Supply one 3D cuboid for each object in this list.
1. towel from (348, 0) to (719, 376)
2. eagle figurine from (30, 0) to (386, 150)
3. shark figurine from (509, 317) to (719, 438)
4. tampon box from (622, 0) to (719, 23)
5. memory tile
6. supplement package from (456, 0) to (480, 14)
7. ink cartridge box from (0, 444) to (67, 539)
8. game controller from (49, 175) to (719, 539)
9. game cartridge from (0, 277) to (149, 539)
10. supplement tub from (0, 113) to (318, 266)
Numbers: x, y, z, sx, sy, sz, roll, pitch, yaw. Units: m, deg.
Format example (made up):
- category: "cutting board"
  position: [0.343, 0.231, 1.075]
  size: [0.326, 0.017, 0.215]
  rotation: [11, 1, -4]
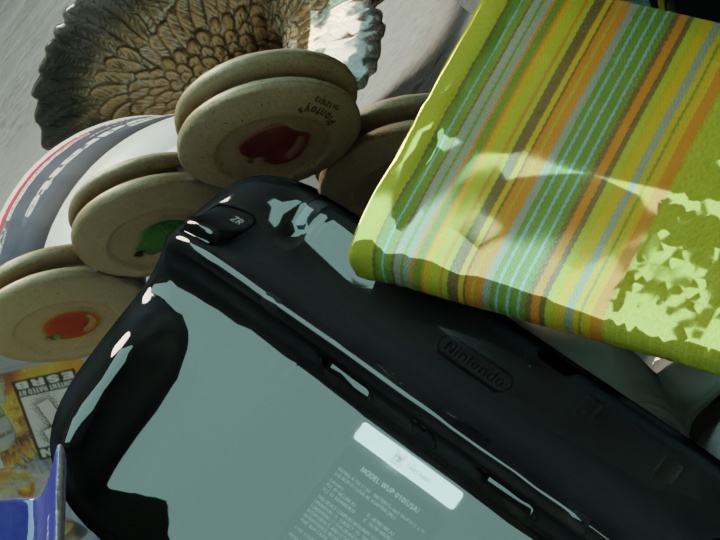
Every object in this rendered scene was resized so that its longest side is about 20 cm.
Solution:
- category: "towel"
  position: [0.095, -0.011, 0.595]
  size: [0.200, 0.018, 0.086]
  rotation: [17, 69, 33]
- category: "eagle figurine"
  position: [-0.037, -0.101, 1.219]
  size: [0.200, 0.151, 0.152]
  rotation: [-46, 23, -16]
- category: "shark figurine"
  position: [0.034, 0.034, 0.769]
  size: [0.128, 0.089, 0.214]
  rotation: [-56, 17, -16]
- category: "tampon box"
  position: [0.100, -0.121, 0.692]
  size: [0.126, 0.200, 0.150]
  rotation: [-55, 16, -8]
- category: "memory tile"
  position: [0.000, 0.000, 0.773]
  size: [0.153, 0.200, 0.017]
  rotation: [-38, 54, 37]
- category: "supplement package"
  position: [0.092, -0.122, 0.882]
  size: [0.110, 0.114, 0.200]
  rotation: [-52, 14, 1]
- category: "ink cartridge box"
  position: [-0.103, 0.167, 0.686]
  size: [0.200, 0.047, 0.198]
  rotation: [105, 166, -67]
- category: "game controller"
  position: [0.010, 0.057, 0.629]
  size: [0.200, 0.042, 0.104]
  rotation: [35, 94, 33]
- category: "game cartridge"
  position: [-0.117, 0.076, 0.879]
  size: [0.200, 0.133, 0.042]
  rotation: [-13, 21, 9]
- category: "supplement tub"
  position: [-0.060, 0.010, 0.993]
  size: [0.140, 0.140, 0.200]
  rotation: [-55, 15, -8]
